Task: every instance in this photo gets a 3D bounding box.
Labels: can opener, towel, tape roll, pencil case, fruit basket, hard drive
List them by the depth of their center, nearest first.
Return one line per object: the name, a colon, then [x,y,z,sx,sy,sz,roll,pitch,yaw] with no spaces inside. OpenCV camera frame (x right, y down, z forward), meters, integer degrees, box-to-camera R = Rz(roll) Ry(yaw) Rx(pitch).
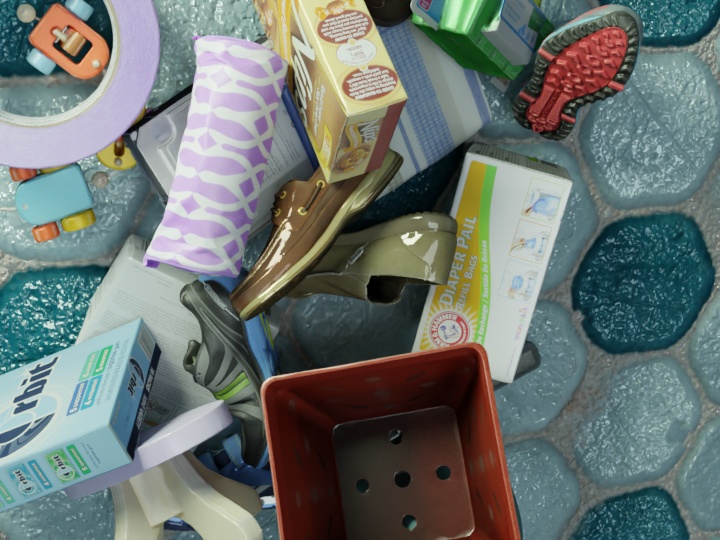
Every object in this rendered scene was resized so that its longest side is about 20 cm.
tape roll: [-0.261,-0.185,0.797,0.198,0.066,0.202,-4,105,-16]
pencil case: [-0.119,-0.094,0.819,0.085,0.084,0.202,12,88,17]
fruit basket: [0.132,-0.279,0.882,0.185,0.093,0.201,24,94,-55]
hard drive: [-0.096,-0.117,0.900,0.199,0.038,0.141,-38,114,-20]
towel: [0.027,-0.156,0.933,0.199,0.024,0.148,-35,115,-20]
can opener: [0.101,0.137,1.058,0.199,0.053,0.067,-32,103,-7]

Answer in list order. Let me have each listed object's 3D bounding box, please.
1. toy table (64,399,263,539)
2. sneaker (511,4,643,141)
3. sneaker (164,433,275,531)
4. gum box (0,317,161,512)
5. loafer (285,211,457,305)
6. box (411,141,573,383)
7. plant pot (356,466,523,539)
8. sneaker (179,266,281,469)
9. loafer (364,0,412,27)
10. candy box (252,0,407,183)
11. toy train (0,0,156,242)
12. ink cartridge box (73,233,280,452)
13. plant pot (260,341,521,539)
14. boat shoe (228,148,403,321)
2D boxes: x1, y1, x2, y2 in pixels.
toy table: [-0.170,0.201,0.881,0.183,0.199,0.118,-27,92,-39]
sneaker: [0.197,-0.199,0.913,0.079,0.200,0.096,27,72,-6]
sneaker: [-0.125,0.199,1.005,0.198,0.074,0.083,-12,115,-21]
gum box: [-0.279,0.132,0.863,0.198,0.170,0.045,-22,115,8]
loafer: [0.000,0.000,0.927,0.076,0.199,0.068,15,64,-51]
box: [0.126,-0.010,0.972,0.100,0.113,0.202,16,104,6]
plant pot: [0.091,0.297,1.062,0.198,0.135,0.202,-4,108,-14]
sneaker: [-0.118,0.090,0.926,0.082,0.071,0.202,-10,114,3]
loafer: [-0.011,-0.306,0.860,0.073,0.071,0.201,-38,96,-1]
candy box: [-0.032,-0.188,0.819,0.055,0.116,0.202,-17,73,-15]
toy train: [-0.262,-0.128,0.875,0.150,0.056,0.201,32,94,-21]
ink cartridge box: [-0.195,0.084,0.973,0.162,0.057,0.201,27,117,-22]
plant pot: [0.034,0.190,0.922,0.198,0.176,0.202,-10,78,5]
boat shoe: [-0.048,-0.044,0.868,0.067,0.072,0.200,41,76,0]
